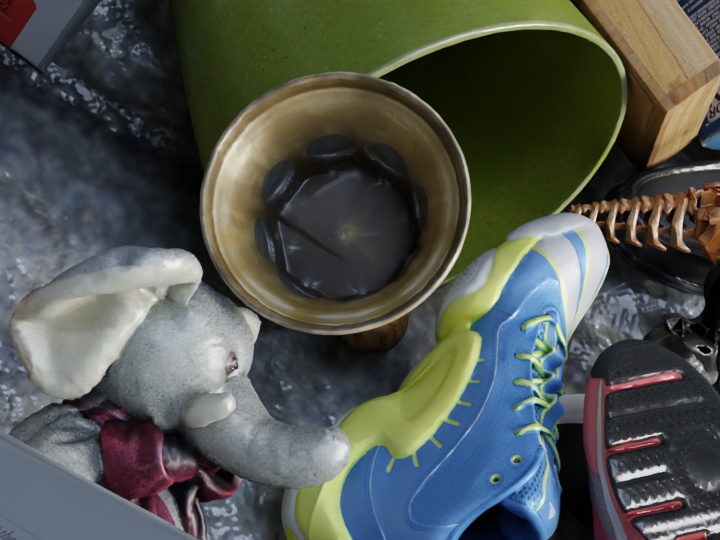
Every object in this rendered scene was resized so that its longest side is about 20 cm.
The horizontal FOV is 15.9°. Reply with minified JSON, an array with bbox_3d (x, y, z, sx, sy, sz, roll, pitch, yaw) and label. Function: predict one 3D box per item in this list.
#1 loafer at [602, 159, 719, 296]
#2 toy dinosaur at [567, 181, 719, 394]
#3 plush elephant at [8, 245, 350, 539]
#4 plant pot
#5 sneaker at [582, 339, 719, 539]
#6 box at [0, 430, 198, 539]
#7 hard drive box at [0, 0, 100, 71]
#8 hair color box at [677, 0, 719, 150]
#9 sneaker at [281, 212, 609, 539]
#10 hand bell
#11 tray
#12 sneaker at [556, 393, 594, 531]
[{"bbox_3d":[0.213,-0.030,1.275,0.200,0.072,0.073,-1,66,-30],"label":"loafer"},{"bbox_3d":[0.195,0.005,1.194,0.200,0.136,0.102,29,32,9],"label":"toy dinosaur"},{"bbox_3d":[-0.079,0.075,0.985,0.200,0.155,0.165,42,7,16],"label":"plush elephant"},{"bbox_3d":[-0.010,-0.115,1.145,0.187,0.187,0.200,-8,55,-33],"label":"plant pot"},{"bbox_3d":[0.121,0.130,1.090,0.074,0.087,0.201,-1,70,-32],"label":"sneaker"},{"bbox_3d":[-0.132,0.172,0.833,0.130,0.200,0.200,-19,112,-30],"label":"box"},{"bbox_3d":[-0.142,-0.201,1.084,0.156,0.200,0.077,36,53,-7],"label":"hard drive box"},{"bbox_3d":[0.206,-0.153,1.330,0.100,0.060,0.200,12,56,-38],"label":"hair color box"},{"bbox_3d":[0.063,0.067,1.097,0.105,0.076,0.200,31,70,33],"label":"sneaker"},{"bbox_3d":[0.000,0.000,1.070,0.104,0.200,0.104,-2,74,6],"label":"hand bell"},{"bbox_3d":[0.119,-0.105,1.197,0.037,0.200,0.099,-36,83,0],"label":"tray"},{"bbox_3d":[0.153,0.136,1.149,0.200,0.073,0.112,23,56,-18],"label":"sneaker"}]
